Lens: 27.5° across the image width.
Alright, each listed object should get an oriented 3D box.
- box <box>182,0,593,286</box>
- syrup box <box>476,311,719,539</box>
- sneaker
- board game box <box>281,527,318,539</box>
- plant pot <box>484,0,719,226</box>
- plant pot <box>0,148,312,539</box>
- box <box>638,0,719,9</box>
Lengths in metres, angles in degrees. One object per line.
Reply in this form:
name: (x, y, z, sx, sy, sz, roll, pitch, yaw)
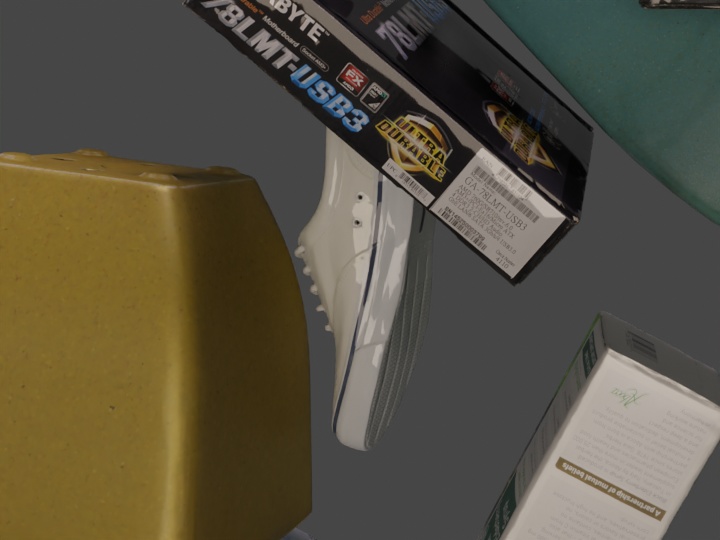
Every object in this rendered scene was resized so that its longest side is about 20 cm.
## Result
box: (0.027, -0.099, 0.734, 0.198, 0.200, 0.050, 42, 111, -3)
syrup box: (0.126, 0.135, 0.838, 0.081, 0.079, 0.201, 27, 106, 1)
sneaker: (0.000, 0.000, 0.837, 0.070, 0.073, 0.202, 12, 100, 21)
board game box: (0.007, 0.229, 0.815, 0.198, 0.200, 0.044, 30, 102, 1)
plant pot: (0.171, -0.122, 0.744, 0.141, 0.142, 0.200, -38, 106, 15)
plant pot: (-0.134, 0.040, 0.791, 0.193, 0.195, 0.202, 9, 97, 17)
box: (0.214, -0.204, 0.595, 0.198, 0.048, 0.195, 2, 107, 13)
